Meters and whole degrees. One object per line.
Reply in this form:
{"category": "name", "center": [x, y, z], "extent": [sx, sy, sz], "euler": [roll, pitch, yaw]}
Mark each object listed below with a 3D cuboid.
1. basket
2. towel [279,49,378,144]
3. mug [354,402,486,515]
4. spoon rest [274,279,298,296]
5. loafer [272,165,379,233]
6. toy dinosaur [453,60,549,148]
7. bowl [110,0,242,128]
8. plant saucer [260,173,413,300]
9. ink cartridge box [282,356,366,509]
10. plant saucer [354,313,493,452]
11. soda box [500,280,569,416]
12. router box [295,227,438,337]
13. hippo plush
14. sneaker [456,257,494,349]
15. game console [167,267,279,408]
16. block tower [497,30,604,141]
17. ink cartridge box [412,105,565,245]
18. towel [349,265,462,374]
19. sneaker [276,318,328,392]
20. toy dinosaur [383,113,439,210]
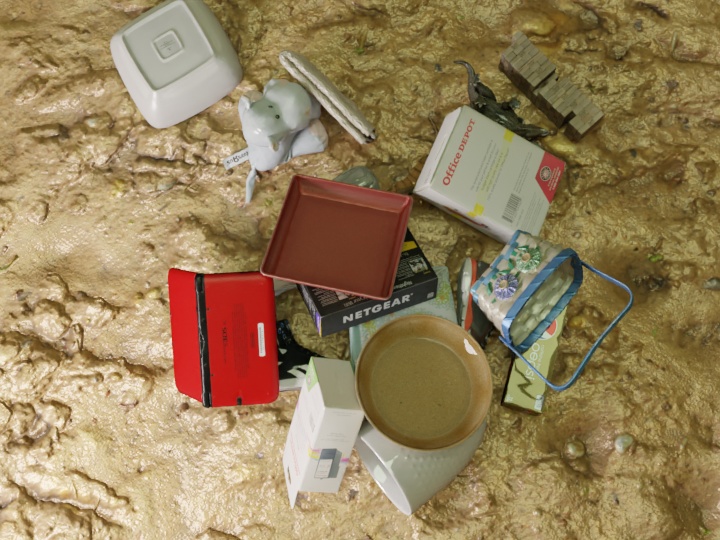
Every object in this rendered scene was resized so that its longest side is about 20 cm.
{"category": "basket", "center": [0.268, 0.053, 1.278], "extent": [0.199, 0.139, 0.177], "euler": [37, 84, 27]}
{"category": "towel", "center": [-0.048, -0.282, 1.430], "extent": [0.200, 0.133, 0.034], "euler": [44, 100, -4]}
{"category": "mug", "center": [0.080, 0.232, 1.328], "extent": [0.174, 0.149, 0.200], "euler": [-34, 62, -16]}
{"category": "spoon rest", "center": [-0.141, 0.037, 1.409], "extent": [0.196, 0.100, 0.062], "euler": [9, 111, -1]}
{"category": "loafer", "center": [-0.060, -0.102, 1.447], "extent": [0.198, 0.070, 0.070], "euler": [-31, 42, 1]}
{"category": "toy dinosaur", "center": [0.213, -0.262, 1.451], "extent": [0.199, 0.102, 0.077], "euler": [38, 83, 17]}
{"category": "bowl", "center": [-0.319, -0.369, 1.509], "extent": [0.198, 0.075, 0.202], "euler": [-30, 79, -5]}
{"category": "plant saucer", "center": [-0.032, -0.046, 1.342], "extent": [0.196, 0.037, 0.202], "euler": [11, 55, 5]}
{"category": "ink cartridge box", "center": [-0.058, 0.245, 1.313], "extent": [0.066, 0.118, 0.203], "euler": [7, 120, -19]}
{"category": "plant saucer", "center": [0.089, 0.162, 1.256], "extent": [0.196, 0.036, 0.204], "euler": [2, 64, -4]}
{"category": "soda box", "center": [0.273, 0.119, 1.374], "extent": [0.063, 0.068, 0.203], "euler": [15, 79, 7]}
{"category": "router box", "center": [0.000, 0.000, 1.370], "extent": [0.197, 0.053, 0.158], "euler": [-17, 52, -15]}
{"category": "hippo plush", "center": [-0.152, -0.247, 1.427], "extent": [0.198, 0.161, 0.161], "euler": [-33, 78, -4]}
{"category": "sneaker", "center": [0.192, 0.080, 1.386], "extent": [0.080, 0.077, 0.204], "euler": [6, 80, -3]}
{"category": "game console", "center": [-0.213, 0.097, 1.365], "extent": [0.169, 0.119, 0.204], "euler": [-3, 99, -6]}
{"category": "block tower", "center": [0.311, -0.303, 1.468], "extent": [0.058, 0.054, 0.201], "euler": [-39, 78, -6]}
{"category": "ink cartridge box", "center": [0.202, -0.146, 1.394], "extent": [0.198, 0.083, 0.147], "euler": [27, 80, -14]}
{"category": "towel", "center": [0.065, 0.082, 1.370], "extent": [0.168, 0.049, 0.202], "euler": [-5, 49, -1]}
{"category": "sneaker", "center": [-0.091, 0.130, 1.388], "extent": [0.196, 0.073, 0.114], "euler": [-5, 79, 3]}
{"category": "toy dinosaur", "center": [0.112, -0.164, 1.438], "extent": [0.106, 0.060, 0.201], "euler": [48, 56, -17]}
